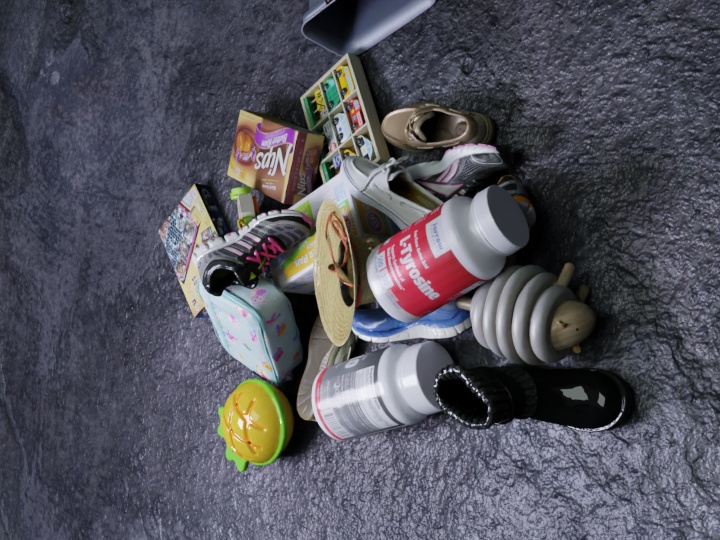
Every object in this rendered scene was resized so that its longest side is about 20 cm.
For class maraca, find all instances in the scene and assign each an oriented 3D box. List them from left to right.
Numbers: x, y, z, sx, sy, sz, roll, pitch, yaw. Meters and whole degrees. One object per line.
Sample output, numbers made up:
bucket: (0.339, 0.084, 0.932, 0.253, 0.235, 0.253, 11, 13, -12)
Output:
maraca: (-0.178, 0.253, 1.609, 0.200, 0.106, 0.138, -38, 66, 46)

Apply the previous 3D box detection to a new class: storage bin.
storage bin: (-0.001, -0.443, 1.493, 0.199, 0.145, 0.136, -27, 59, 37)

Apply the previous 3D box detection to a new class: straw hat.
straw hat: (0.000, 0.000, 1.372, 0.201, 0.084, 0.204, 175, 90, -71)

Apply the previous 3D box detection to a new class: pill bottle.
pill bottle: (0.035, 0.170, 1.414, 0.199, 0.113, 0.115, -22, 72, 39)
pill bottle: (0.112, -0.023, 1.261, 0.199, 0.112, 0.113, -33, 66, 34)

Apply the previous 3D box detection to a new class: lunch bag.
lunch bag: (-0.177, 0.082, 1.569, 0.160, 0.077, 0.201, 28, 147, 29)

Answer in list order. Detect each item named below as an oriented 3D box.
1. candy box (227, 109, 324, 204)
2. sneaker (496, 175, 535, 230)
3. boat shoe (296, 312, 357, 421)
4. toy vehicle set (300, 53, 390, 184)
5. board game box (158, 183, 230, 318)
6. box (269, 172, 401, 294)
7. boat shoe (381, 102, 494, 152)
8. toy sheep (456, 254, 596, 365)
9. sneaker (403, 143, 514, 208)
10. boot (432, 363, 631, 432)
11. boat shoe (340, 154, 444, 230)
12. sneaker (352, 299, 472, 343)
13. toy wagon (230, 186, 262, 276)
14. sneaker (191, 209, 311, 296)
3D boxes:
candy box: (-0.141, -0.186, 1.619, 0.200, 0.056, 0.118, 30, 110, 52)
sneaker: (0.163, -0.050, 1.352, 0.200, 0.078, 0.078, -41, 35, 36)
boat shoe: (-0.040, 0.136, 1.532, 0.073, 0.063, 0.203, 13, 89, 54)
toy vehicle set: (-0.026, -0.222, 1.546, 0.124, 0.026, 0.202, -37, 58, 37)
board game box: (-0.285, -0.035, 1.777, 0.135, 0.034, 0.201, -44, 59, 30)
box: (-0.044, -0.053, 1.512, 0.199, 0.101, 0.114, -32, 65, 36)
boat shoe: (0.098, -0.209, 1.420, 0.199, 0.064, 0.072, 8, 91, 44)
toy sheep: (0.208, 0.053, 1.259, 0.199, 0.137, 0.140, 8, 91, 44)
sneaker: (0.140, -0.120, 1.377, 0.199, 0.080, 0.087, -16, 81, 54)
boot: (0.210, 0.158, 1.224, 0.210, 0.157, 0.080, 0, 86, 42)
boat shoe: (0.047, -0.121, 1.367, 0.202, 0.074, 0.087, 44, 140, 34)
sneaker: (0.068, 0.051, 1.409, 0.198, 0.078, 0.090, -9, 98, 34)
toy wagon: (-0.180, -0.056, 1.602, 0.200, 0.039, 0.157, 170, 93, -81)
sneaker: (-0.157, -0.020, 1.461, 0.198, 0.074, 0.088, -22, 54, 14)
